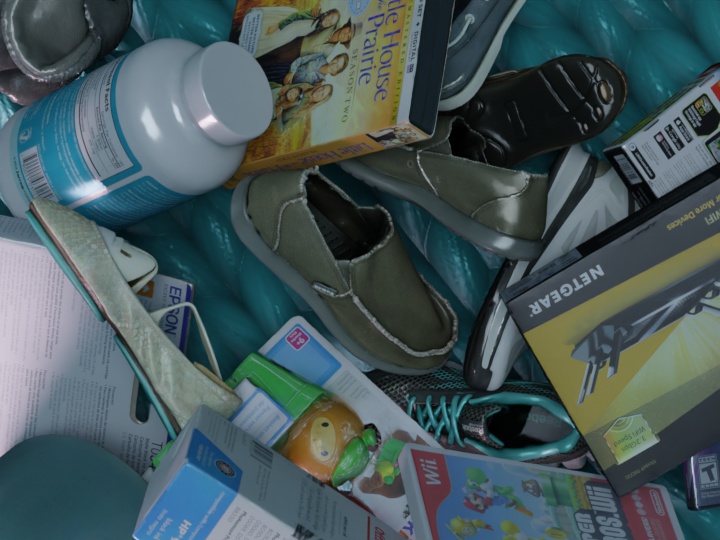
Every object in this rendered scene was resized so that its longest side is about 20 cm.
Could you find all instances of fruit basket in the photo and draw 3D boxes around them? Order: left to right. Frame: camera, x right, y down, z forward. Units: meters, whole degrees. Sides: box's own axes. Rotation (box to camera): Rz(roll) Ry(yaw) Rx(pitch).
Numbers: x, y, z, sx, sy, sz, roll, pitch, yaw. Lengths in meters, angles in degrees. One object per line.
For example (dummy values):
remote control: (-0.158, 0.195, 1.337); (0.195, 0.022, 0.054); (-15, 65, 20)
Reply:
fruit basket: (-0.038, 0.159, 1.595); (0.200, 0.094, 0.185); (43, 87, 20)

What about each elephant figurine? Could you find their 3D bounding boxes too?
elephant figurine: (-0.230, -0.183, 1.656); (0.199, 0.142, 0.155); (22, 117, -10)

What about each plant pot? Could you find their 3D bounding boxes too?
plant pot: (-0.238, 0.235, 1.581); (0.200, 0.161, 0.201); (15, 117, 31)

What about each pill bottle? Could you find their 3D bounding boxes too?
pill bottle: (-0.154, -0.093, 1.608); (0.200, 0.111, 0.111); (-21, 87, 38)

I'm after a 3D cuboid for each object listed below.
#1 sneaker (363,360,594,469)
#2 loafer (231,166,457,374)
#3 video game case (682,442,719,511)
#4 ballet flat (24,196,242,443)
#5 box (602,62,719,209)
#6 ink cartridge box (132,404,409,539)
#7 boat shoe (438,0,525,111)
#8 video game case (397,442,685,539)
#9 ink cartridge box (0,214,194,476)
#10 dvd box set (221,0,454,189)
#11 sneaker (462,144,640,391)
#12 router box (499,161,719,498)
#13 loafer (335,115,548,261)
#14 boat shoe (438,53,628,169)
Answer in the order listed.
sneaker: (0.077, 0.102, 1.638); (0.199, 0.091, 0.078); (1, 88, 8)
loafer: (0.000, 0.000, 1.590); (0.200, 0.070, 0.075); (38, 47, -26)
video game case: (0.287, 0.062, 1.638); (0.142, 0.019, 0.201); (-6, 89, -19)
ballet flat: (-0.149, 0.024, 1.556); (0.062, 0.067, 0.200); (-33, 98, -6)
box: (0.269, -0.034, 1.611); (0.110, 0.035, 0.200); (-37, 97, -17)
ink cartridge box: (-0.043, 0.182, 1.494); (0.200, 0.116, 0.067); (34, 103, -7)
boat shoe: (0.079, -0.211, 1.629); (0.073, 0.062, 0.200); (6, 63, 35)
video game case: (0.130, 0.182, 1.539); (0.199, 0.143, 0.017); (10, 125, -18)
ink cartridge box: (-0.220, 0.062, 1.646); (0.199, 0.041, 0.200); (13, 119, 4)
dvd box set: (-0.021, -0.143, 1.602); (0.200, 0.029, 0.147); (-11, 62, 43)
sneaker: (0.156, 0.013, 1.626); (0.115, 0.076, 0.201); (27, 69, 1)
router box: (0.218, 0.035, 1.558); (0.200, 0.052, 0.158); (-31, 99, 3)
loafer: (0.054, -0.078, 1.597); (0.200, 0.075, 0.070); (31, 105, 26)
boat shoe: (0.102, -0.106, 1.652); (0.199, 0.074, 0.076); (-12, 98, 25)
